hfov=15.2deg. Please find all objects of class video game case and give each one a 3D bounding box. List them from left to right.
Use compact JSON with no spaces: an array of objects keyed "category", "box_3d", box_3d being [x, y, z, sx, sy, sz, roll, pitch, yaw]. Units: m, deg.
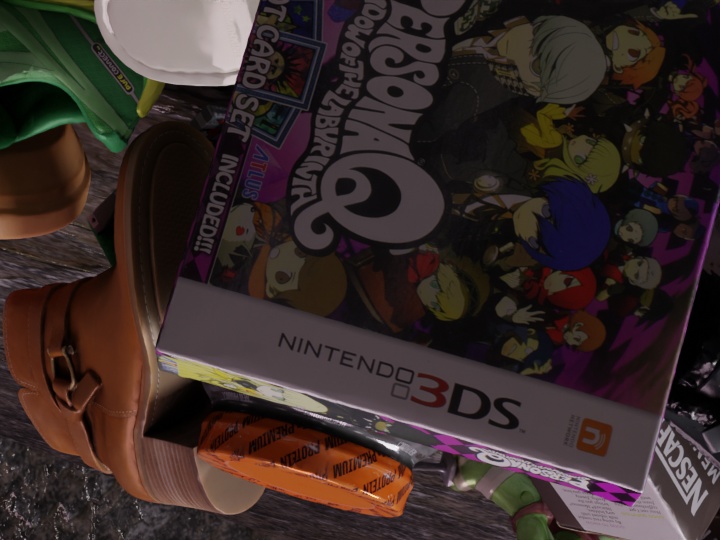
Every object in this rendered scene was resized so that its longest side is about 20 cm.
[{"category":"video game case","box_3d":[0.039,-0.036,0.967,0.180,0.201,0.036,16,167,2]}]

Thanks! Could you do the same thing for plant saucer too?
[{"category":"plant saucer","box_3d":[-0.224,-0.083,1.334,0.199,0.038,0.200,22,-158,-9]}]

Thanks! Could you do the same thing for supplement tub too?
[{"category":"supplement tub","box_3d":[0.000,0.000,1.194,0.122,0.201,0.123,16,169,3]}]

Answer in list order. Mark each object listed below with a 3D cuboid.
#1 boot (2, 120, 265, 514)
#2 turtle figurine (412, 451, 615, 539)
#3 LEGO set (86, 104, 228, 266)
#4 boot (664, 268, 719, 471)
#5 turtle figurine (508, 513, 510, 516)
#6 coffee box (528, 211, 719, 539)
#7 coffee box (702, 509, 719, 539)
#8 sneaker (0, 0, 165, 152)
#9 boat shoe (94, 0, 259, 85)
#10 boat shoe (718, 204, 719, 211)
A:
[{"category":"boot","box_3d":[-0.122,0.019,1.313,0.073,0.202,0.154,-19,-159,-38]},{"category":"turtle figurine","box_3d":[0.058,0.161,1.401,0.199,0.145,0.194,-16,170,21]},{"category":"LEGO set","box_3d":[-0.037,-0.001,1.389,0.116,0.201,0.153,-40,151,27]},{"category":"boot","box_3d":[0.170,0.067,1.100,0.162,0.074,0.198,36,177,-12]},{"category":"turtle figurine","box_3d":[0.168,0.075,1.538,0.199,0.150,0.101,-22,158,-16]},{"category":"coffee box","box_3d":[0.100,0.012,1.156,0.079,0.113,0.200,7,141,42]},{"category":"coffee box","box_3d":[0.187,0.104,1.382,0.080,0.113,0.200,35,-164,-53]},{"category":"sneaker","box_3d":[-0.186,-0.103,1.265,0.199,0.084,0.074,13,169,21]},{"category":"boat shoe","box_3d":[-0.006,-0.105,1.063,0.200,0.060,0.072,9,129,23]},{"category":"boat shoe","box_3d":[0.212,0.001,1.271,0.199,0.073,0.071,26,143,-34]}]
